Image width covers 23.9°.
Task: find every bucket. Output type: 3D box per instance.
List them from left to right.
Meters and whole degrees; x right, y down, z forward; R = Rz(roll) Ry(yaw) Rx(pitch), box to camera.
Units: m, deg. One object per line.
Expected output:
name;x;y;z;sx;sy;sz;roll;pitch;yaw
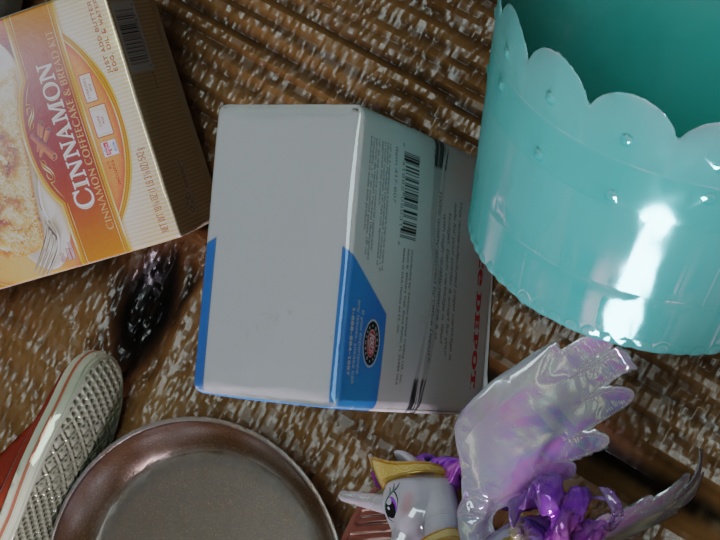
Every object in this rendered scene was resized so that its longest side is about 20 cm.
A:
bucket;0.151;-0.064;0.843;0.206;0.207;0.136;27;127;21

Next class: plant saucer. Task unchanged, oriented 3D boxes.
plant saucer;-0.096;0.188;1.014;0.198;0.032;0.202;-2;85;22

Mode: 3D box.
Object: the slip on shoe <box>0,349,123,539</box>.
slip on shoe;-0.211;0.132;1.046;0.061;0.074;0.201;35;102;24

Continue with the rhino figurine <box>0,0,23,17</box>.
rhino figurine;-0.235;-0.227;1.093;0.087;0.060;0.201;29;95;2

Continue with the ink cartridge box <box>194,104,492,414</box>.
ink cartridge box;0.000;0.000;0.905;0.084;0.200;0.147;3;85;24

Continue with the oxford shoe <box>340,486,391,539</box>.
oxford shoe;0.021;0.218;0.948;0.070;0.074;0.202;-4;63;20

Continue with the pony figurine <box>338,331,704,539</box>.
pony figurine;0.080;0.142;0.858;0.192;0.167;0.201;-24;41;15

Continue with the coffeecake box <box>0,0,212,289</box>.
coffeecake box;-0.206;-0.075;1.040;0.198;0.073;0.155;-15;97;20
